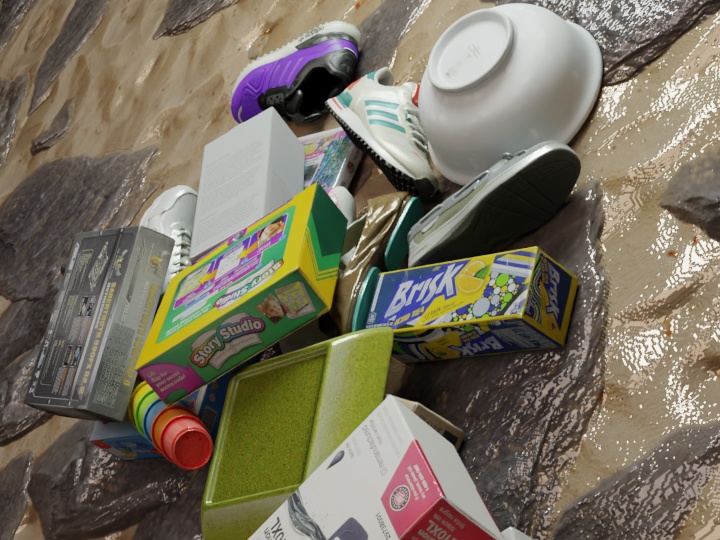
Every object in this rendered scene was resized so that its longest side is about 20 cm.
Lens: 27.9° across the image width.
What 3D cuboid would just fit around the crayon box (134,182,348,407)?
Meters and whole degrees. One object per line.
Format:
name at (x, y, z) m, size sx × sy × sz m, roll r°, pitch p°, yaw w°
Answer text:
crayon box at (-0.112, 0.022, 1.405) m, size 0.199 × 0.058 × 0.173 m, roll -32°, pitch 23°, yaw 21°

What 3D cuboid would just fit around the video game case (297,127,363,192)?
video game case at (-0.089, -0.075, 1.636) m, size 0.199 × 0.024 × 0.184 m, roll -8°, pitch 50°, yaw 47°

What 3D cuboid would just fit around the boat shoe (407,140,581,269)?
boat shoe at (0.118, -0.062, 1.351) m, size 0.202 × 0.074 × 0.065 m, roll -41°, pitch 41°, yaw 31°

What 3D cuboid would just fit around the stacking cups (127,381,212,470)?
stacking cups at (-0.183, 0.156, 1.406) m, size 0.061 × 0.060 × 0.200 m, roll -57°, pitch 20°, yaw -2°

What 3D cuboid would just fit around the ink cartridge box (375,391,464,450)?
ink cartridge box at (-0.020, 0.188, 1.314) m, size 0.199 × 0.075 × 0.166 m, roll 12°, pitch 74°, yaw 52°

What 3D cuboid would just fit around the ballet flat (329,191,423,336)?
ballet flat at (0.000, 0.000, 1.418) m, size 0.071 × 0.068 × 0.202 m, roll 4°, pitch 53°, yaw 25°

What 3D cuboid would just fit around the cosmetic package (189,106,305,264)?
cosmetic package at (-0.120, -0.076, 1.572) m, size 0.101 × 0.071 × 0.201 m, roll -26°, pitch 36°, yaw 22°

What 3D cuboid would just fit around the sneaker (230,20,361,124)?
sneaker at (-0.083, -0.210, 1.710) m, size 0.199 × 0.069 × 0.101 m, roll -30°, pitch 45°, yaw 33°

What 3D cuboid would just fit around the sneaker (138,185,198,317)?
sneaker at (-0.203, 0.003, 1.595) m, size 0.099 × 0.078 × 0.203 m, roll 3°, pitch 74°, yaw 43°

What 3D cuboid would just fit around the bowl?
bowl at (0.128, -0.189, 1.405) m, size 0.199 × 0.090 × 0.203 m, roll -24°, pitch 45°, yaw 26°

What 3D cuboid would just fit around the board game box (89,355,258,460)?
board game box at (-0.197, 0.104, 1.608) m, size 0.194 × 0.056 × 0.202 m, roll -11°, pitch 54°, yaw 46°

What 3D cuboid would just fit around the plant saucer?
plant saucer at (-0.069, 0.149, 1.298) m, size 0.198 × 0.048 × 0.202 m, roll -19°, pitch 49°, yaw 41°

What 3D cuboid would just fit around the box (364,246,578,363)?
box at (0.096, 0.034, 1.307) m, size 0.198 × 0.064 × 0.071 m, roll -9°, pitch 56°, yaw 46°

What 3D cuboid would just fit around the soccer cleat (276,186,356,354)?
soccer cleat at (-0.023, 0.007, 1.483) m, size 0.085 × 0.070 × 0.202 m, roll 4°, pitch 62°, yaw 27°

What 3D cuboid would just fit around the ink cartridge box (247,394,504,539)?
ink cartridge box at (-0.001, 0.221, 1.117) m, size 0.200 × 0.084 × 0.145 m, roll -46°, pitch 29°, yaw 9°

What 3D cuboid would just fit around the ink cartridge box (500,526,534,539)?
ink cartridge box at (0.076, 0.311, 1.093) m, size 0.199 × 0.085 × 0.149 m, roll -36°, pitch 39°, yaw 24°

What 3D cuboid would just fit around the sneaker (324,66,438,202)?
sneaker at (0.041, -0.153, 1.517) m, size 0.093 × 0.070 × 0.200 m, roll -40°, pitch 41°, yaw -1°

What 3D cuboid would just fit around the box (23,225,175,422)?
box at (-0.279, 0.056, 1.545) m, size 0.157 × 0.048 × 0.203 m, roll -4°, pitch 68°, yaw 53°
